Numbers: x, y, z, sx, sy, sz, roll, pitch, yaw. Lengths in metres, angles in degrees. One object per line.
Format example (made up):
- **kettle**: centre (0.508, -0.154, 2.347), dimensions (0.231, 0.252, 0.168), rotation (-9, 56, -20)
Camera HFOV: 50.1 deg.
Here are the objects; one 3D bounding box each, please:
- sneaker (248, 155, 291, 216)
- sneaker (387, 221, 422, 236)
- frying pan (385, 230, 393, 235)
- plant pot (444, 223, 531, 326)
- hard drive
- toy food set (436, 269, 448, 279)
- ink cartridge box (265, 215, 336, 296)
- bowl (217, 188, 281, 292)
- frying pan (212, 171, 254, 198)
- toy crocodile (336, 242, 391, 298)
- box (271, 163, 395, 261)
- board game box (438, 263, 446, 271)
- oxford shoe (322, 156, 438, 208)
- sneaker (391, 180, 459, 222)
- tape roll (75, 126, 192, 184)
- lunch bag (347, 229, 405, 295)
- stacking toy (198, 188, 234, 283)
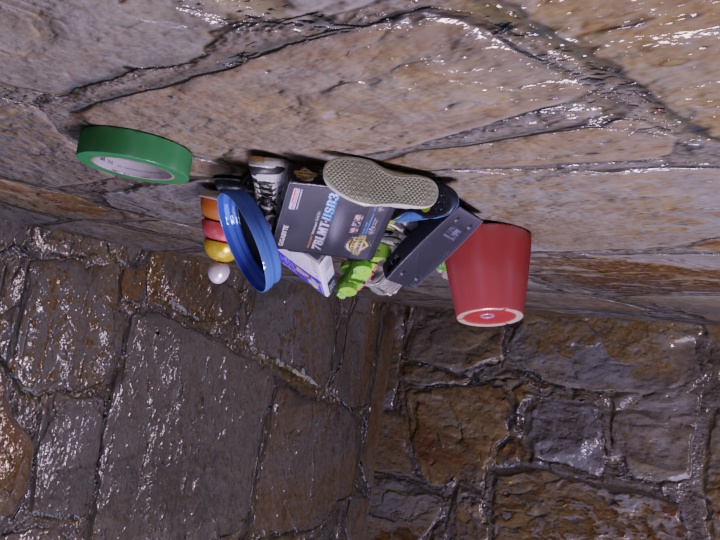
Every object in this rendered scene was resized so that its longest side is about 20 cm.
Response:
- **sneaker**: centre (-0.158, -0.147, 1.386), dimensions (0.075, 0.088, 0.200), rotation (10, 172, 6)
- **sneaker**: centre (0.057, -0.117, 1.505), dimensions (0.199, 0.075, 0.085), rotation (13, -170, -30)
- **frying pan**: centre (-0.043, -0.082, 1.546), dimensions (0.189, 0.031, 0.115), rotation (-11, 163, 33)
- **plant pot**: centre (0.272, 0.017, 1.649), dimensions (0.199, 0.179, 0.201), rotation (1, 161, 0)
- **hard drive**: centre (0.138, -0.051, 1.505), dimensions (0.042, 0.200, 0.135), rotation (53, -162, 27)
- **toy food set**: centre (0.181, -0.022, 1.887), dimensions (0.143, 0.061, 0.200), rotation (15, -163, -46)
- **ink cartridge box**: centre (-0.141, -0.044, 1.568), dimensions (0.199, 0.044, 0.198), rotation (34, 165, 13)
- **bowl**: centre (-0.207, -0.058, 1.440), dimensions (0.039, 0.202, 0.200), rotation (-24, -173, -21)
- **frying pan**: centre (-0.225, -0.170, 1.560), dimensions (0.114, 0.031, 0.189), rotation (11, 176, -38)
- **toy crocodile**: centre (0.000, 0.000, 1.574), dimensions (0.061, 0.068, 0.200), rotation (15, 144, -18)
- **box**: centre (-0.049, -0.100, 1.377), dimensions (0.197, 0.050, 0.200), rotation (5, 144, -15)
- **board game box**: centre (0.187, -0.048, 1.741), dimensions (0.199, 0.096, 0.030), rotation (14, -179, -40)
- **oxford shoe**: centre (0.030, -0.140, 1.271), dimensions (0.198, 0.076, 0.058), rotation (9, -176, -18)
- **sneaker**: centre (0.119, -0.123, 1.368), dimensions (0.078, 0.067, 0.200), rotation (-5, -178, -33)
- **tape roll**: centre (-0.404, -0.204, 1.383), dimensions (0.199, 0.049, 0.200), rotation (9, 174, 1)
- **lunch bag**: centre (0.043, -0.036, 1.724), dimensions (0.138, 0.169, 0.200), rotation (7, 174, 14)
- **stacking toy**: centre (-0.302, -0.071, 1.693), dimensions (0.145, 0.202, 0.146), rotation (14, -178, -1)
